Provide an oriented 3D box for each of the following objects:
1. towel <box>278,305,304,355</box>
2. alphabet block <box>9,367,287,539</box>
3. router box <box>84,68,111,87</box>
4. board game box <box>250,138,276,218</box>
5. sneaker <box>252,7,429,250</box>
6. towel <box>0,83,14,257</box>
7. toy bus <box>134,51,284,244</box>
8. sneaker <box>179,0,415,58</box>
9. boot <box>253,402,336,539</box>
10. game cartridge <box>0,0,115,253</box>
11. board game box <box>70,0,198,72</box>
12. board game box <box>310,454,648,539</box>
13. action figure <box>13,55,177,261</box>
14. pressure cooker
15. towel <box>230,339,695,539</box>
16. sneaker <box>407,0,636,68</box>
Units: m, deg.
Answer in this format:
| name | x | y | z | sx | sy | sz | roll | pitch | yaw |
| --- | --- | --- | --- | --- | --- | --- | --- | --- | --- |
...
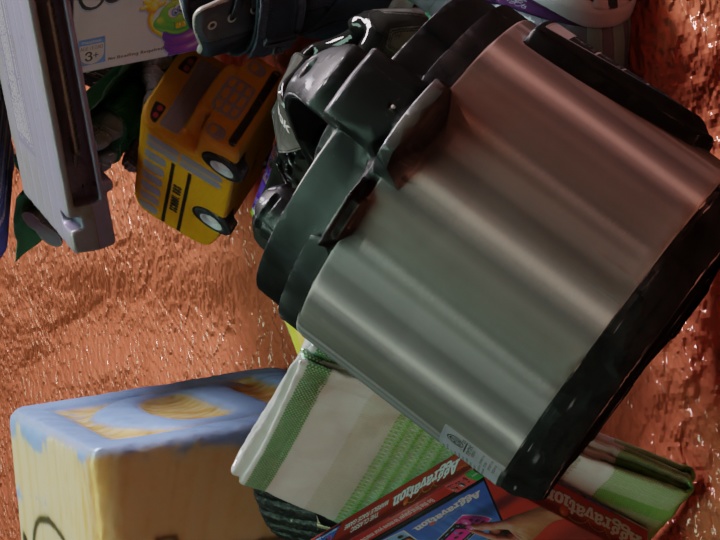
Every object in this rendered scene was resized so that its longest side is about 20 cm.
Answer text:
| name | x | y | z | sx | sy | sz | roll | pitch | yaw |
| --- | --- | --- | --- | --- | --- | --- | --- | --- | --- |
| towel | 0.031 | -0.007 | 1.262 | 0.200 | 0.023 | 0.144 | -50 | 36 | 22 |
| alphabet block | -0.095 | 0.181 | 1.533 | 0.195 | 0.195 | 0.201 | -169 | 73 | -68 |
| router box | -0.188 | -0.210 | 1.669 | 0.200 | 0.062 | 0.151 | 12 | -114 | -77 |
| board game box | 0.000 | 0.000 | 1.440 | 0.135 | 0.045 | 0.201 | 112 | 143 | -49 |
| sneaker | -0.019 | -0.079 | 1.332 | 0.200 | 0.090 | 0.067 | -46 | 51 | 39 |
| towel | -0.236 | -0.123 | 1.529 | 0.145 | 0.024 | 0.201 | -102 | 10 | -60 |
| toy bus | -0.095 | -0.080 | 1.547 | 0.078 | 0.065 | 0.200 | 32 | 162 | 3 |
| sneaker | -0.026 | -0.183 | 1.320 | 0.203 | 0.145 | 0.077 | 121 | 137 | -54 |
| boot | 0.015 | 0.090 | 1.325 | 0.157 | 0.079 | 0.212 | 30 | 128 | 35 |
| game cartridge | -0.181 | -0.123 | 1.392 | 0.130 | 0.038 | 0.201 | -131 | 31 | -64 |
| board game box | -0.151 | -0.223 | 1.446 | 0.103 | 0.104 | 0.200 | 95 | 155 | -43 |
| board game box | 0.043 | 0.146 | 1.226 | 0.200 | 0.103 | 0.020 | -37 | 33 | 50 |
| action figure | -0.157 | -0.100 | 1.603 | 0.055 | 0.200 | 0.118 | 30 | 139 | 5 |
| pressure cooker | 0.049 | -0.021 | 1.067 | 0.200 | 0.179 | 0.176 | 36 | 129 | 9 |
| towel | 0.047 | 0.096 | 1.197 | 0.149 | 0.199 | 0.031 | 121 | 167 | -57 |
| sneaker | 0.056 | -0.126 | 1.209 | 0.200 | 0.074 | 0.088 | 28 | 132 | 48 |
